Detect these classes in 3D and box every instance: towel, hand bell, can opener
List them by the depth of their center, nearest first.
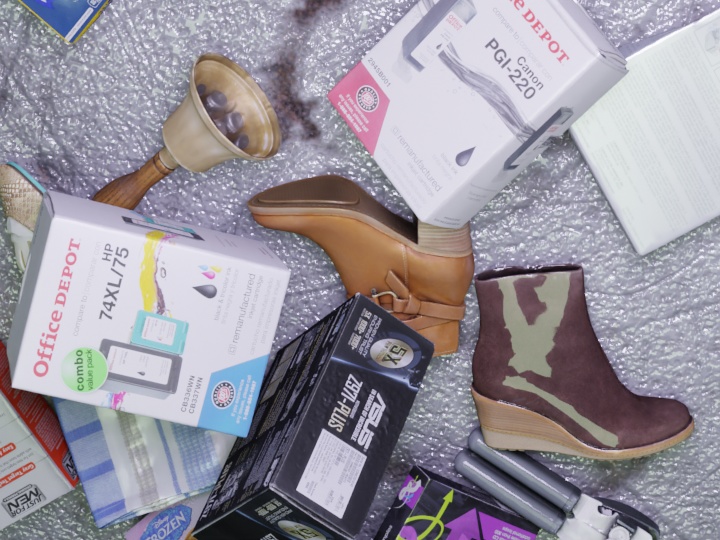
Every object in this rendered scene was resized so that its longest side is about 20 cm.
[{"bbox_3d":[-0.174,-0.091,1.438,0.199,0.104,0.104,-33,106,29],"label":"hand bell"},{"bbox_3d":[-0.179,0.139,1.521,0.199,0.024,0.148,-21,84,14],"label":"towel"},{"bbox_3d":[0.179,0.212,1.528,0.199,0.066,0.053,31,108,2],"label":"can opener"}]

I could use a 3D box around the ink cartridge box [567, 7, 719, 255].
[{"bbox_3d":[0.281,-0.129,1.393,0.199,0.047,0.161,-29,106,10],"label":"ink cartridge box"}]

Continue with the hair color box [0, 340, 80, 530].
[{"bbox_3d":[-0.353,0.134,1.543,0.101,0.061,0.201,-29,105,15],"label":"hair color box"}]

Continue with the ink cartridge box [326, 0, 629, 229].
[{"bbox_3d":[0.094,-0.153,1.346,0.200,0.085,0.146,-43,71,17],"label":"ink cartridge box"}]

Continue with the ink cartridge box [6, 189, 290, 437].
[{"bbox_3d":[-0.182,0.034,1.392,0.199,0.146,0.148,13,97,-16],"label":"ink cartridge box"}]

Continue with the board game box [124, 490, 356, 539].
[{"bbox_3d":[-0.100,0.270,1.520,0.200,0.041,0.200,-40,62,18],"label":"board game box"}]

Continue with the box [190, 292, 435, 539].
[{"bbox_3d":[-0.040,0.143,1.407,0.086,0.201,0.164,34,145,-14],"label":"box"}]

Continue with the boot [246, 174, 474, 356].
[{"bbox_3d":[0.000,0.000,1.459,0.198,0.077,0.156,0,116,-2],"label":"boot"}]

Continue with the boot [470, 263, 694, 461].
[{"bbox_3d":[0.196,0.078,1.463,0.198,0.072,0.168,-1,109,3],"label":"boot"}]

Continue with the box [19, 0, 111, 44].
[{"bbox_3d":[-0.287,-0.281,1.368,0.200,0.070,0.064,40,112,-10],"label":"box"}]

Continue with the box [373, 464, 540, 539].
[{"bbox_3d":[0.062,0.292,1.524,0.142,0.036,0.201,25,97,-31],"label":"box"}]

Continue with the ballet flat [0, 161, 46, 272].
[{"bbox_3d":[-0.261,-0.007,1.469,0.200,0.070,0.065,45,73,-10],"label":"ballet flat"}]
